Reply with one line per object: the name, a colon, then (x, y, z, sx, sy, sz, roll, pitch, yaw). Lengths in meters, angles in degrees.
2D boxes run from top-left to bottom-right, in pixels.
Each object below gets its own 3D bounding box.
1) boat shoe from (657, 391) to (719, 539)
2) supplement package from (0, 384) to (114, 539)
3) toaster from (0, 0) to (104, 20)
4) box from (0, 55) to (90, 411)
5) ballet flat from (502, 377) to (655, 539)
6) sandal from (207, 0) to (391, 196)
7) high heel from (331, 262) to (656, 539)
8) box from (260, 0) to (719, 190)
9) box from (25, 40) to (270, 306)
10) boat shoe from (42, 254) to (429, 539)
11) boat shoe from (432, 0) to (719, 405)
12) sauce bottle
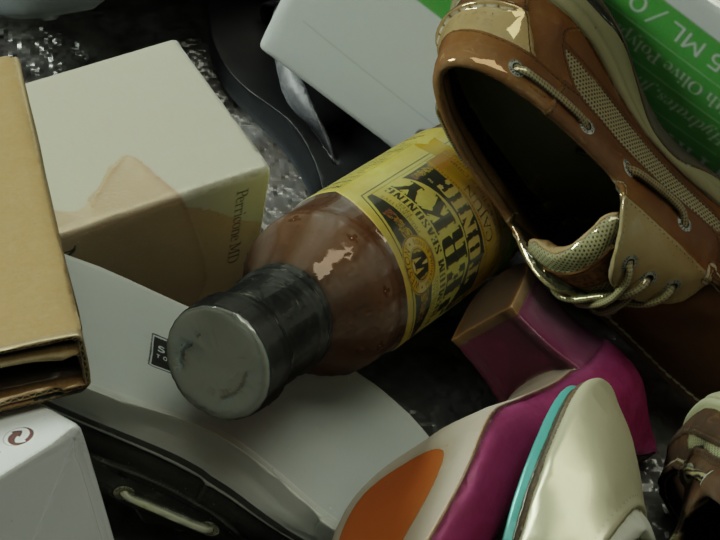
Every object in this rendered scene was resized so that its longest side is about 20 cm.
boat shoe: (0.128, 0.085, 0.726, 0.075, 0.202, 0.075, -34, 88, -10)
supplement package: (-0.192, 0.115, 0.605, 0.191, 0.147, 0.200, -32, 36, -32)
toaster: (-0.111, -0.189, 0.935, 0.199, 0.130, 0.114, -16, 23, -23)
box: (-0.170, -0.002, 0.631, 0.163, 0.021, 0.200, -13, 29, -8)
ballet flat: (0.063, 0.134, 0.698, 0.069, 0.069, 0.200, 22, 77, 9)
sandal: (-0.005, -0.070, 0.922, 0.076, 0.043, 0.200, -14, 52, -22)
high heel: (0.053, 0.087, 0.761, 0.096, 0.067, 0.200, 49, 33, -15)
box: (0.106, -0.136, 0.890, 0.199, 0.171, 0.200, 37, 51, 2)
box: (-0.140, -0.005, 0.805, 0.200, 0.095, 0.078, -21, 55, -25)
boat shoe: (-0.055, 0.059, 0.776, 0.200, 0.064, 0.071, 29, 44, -17)
boat shoe: (0.088, -0.018, 0.799, 0.200, 0.076, 0.074, 51, 43, -15)
sauce bottle: (0.000, 0.000, 0.778, 0.065, 0.065, 0.200, 29, 31, 16)
